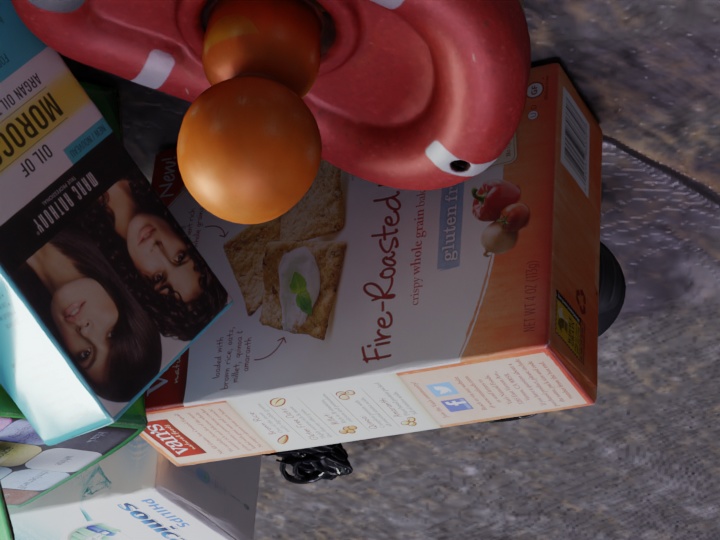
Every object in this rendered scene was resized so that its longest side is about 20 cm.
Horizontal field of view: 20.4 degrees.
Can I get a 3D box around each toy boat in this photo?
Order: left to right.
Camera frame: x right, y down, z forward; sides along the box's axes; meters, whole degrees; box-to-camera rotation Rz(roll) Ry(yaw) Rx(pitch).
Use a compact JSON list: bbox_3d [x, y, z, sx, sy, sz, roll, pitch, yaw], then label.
[{"bbox_3d":[-0.034,-0.076,0.723,0.199,0.132,0.130,19,147,-21],"label":"toy boat"}]

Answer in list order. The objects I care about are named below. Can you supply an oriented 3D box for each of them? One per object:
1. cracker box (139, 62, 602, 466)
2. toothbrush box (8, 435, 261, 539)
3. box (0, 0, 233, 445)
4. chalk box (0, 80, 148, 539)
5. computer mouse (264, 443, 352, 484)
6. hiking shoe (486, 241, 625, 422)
[{"bbox_3d":[0.000,0.000,0.842,0.199,0.135,0.058,-11,146,25],"label":"cracker box"},{"bbox_3d":[-0.147,0.071,0.974,0.199,0.147,0.085,-11,147,28],"label":"toothbrush box"},{"bbox_3d":[-0.140,-0.039,0.756,0.049,0.082,0.201,-21,109,47],"label":"box"},{"bbox_3d":[-0.173,0.027,0.830,0.123,0.202,0.124,10,152,-35],"label":"chalk box"},{"bbox_3d":[-0.105,0.088,1.078,0.198,0.053,0.139,-5,167,1],"label":"computer mouse"},{"bbox_3d":[0.069,0.027,0.954,0.100,0.076,0.199,15,158,-32],"label":"hiking shoe"}]
